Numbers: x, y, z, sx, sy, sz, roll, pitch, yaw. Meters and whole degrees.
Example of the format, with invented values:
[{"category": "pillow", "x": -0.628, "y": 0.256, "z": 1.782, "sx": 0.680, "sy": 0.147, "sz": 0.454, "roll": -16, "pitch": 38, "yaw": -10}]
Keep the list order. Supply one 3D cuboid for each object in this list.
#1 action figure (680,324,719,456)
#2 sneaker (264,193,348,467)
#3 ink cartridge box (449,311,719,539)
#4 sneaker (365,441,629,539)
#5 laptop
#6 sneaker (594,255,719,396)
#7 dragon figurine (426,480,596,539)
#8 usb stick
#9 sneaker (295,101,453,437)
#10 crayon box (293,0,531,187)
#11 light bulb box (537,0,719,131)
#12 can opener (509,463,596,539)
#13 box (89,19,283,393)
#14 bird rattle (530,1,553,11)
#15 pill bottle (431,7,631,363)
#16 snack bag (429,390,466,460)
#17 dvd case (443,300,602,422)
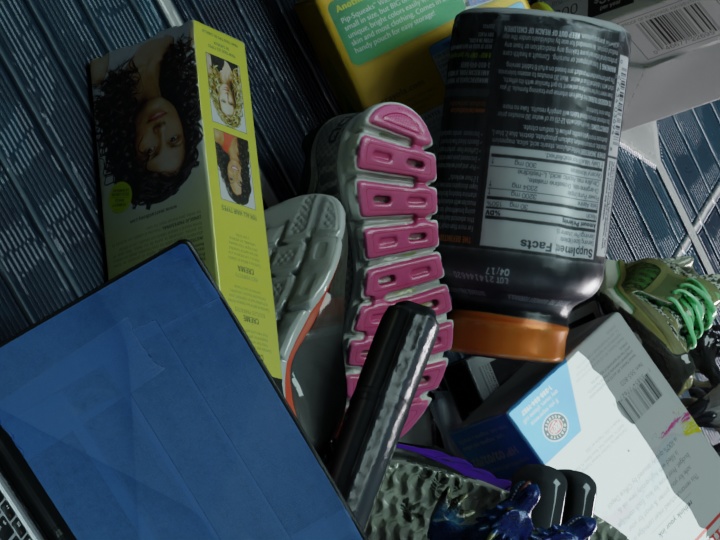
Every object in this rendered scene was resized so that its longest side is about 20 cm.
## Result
[{"category": "action figure", "x": 0.240, "y": 0.122, "z": 1.437, "sx": 0.119, "sy": 0.102, "sz": 0.200, "roll": 61, "pitch": 28, "yaw": -31}, {"category": "sneaker", "x": -0.042, "y": 0.055, "z": 1.169, "sx": 0.082, "sy": 0.077, "sz": 0.200, "roll": 48, "pitch": 49, "yaw": -48}, {"category": "ink cartridge box", "x": 0.160, "y": 0.141, "z": 1.309, "sx": 0.115, "sy": 0.068, "sz": 0.200, "roll": -38, "pitch": 96, "yaw": -34}, {"category": "sneaker", "x": 0.069, "y": 0.141, "z": 1.233, "sx": 0.200, "sy": 0.100, "sz": 0.070, "roll": 25, "pitch": 95, "yaw": -20}, {"category": "laptop", "x": -0.117, "y": 0.125, "z": 0.967, "sx": 0.187, "sy": 0.116, "sz": 0.200, "roll": 60, "pitch": 34, "yaw": -17}, {"category": "sneaker", "x": 0.211, "y": 0.024, "z": 1.469, "sx": 0.200, "sy": 0.089, "sz": 0.077, "roll": -102, "pitch": 169, "yaw": -72}, {"category": "dragon figurine", "x": 0.030, "y": 0.170, "z": 1.099, "sx": 0.059, "sy": 0.200, "sz": 0.099, "roll": 49, "pitch": 8, "yaw": -6}, {"category": "usb stick", "x": -0.004, "y": 0.110, "z": 1.128, "sx": 0.033, "sy": 0.055, "sz": 0.200, "roll": 21, "pitch": 76, "yaw": -2}, {"category": "sneaker", "x": 0.000, "y": 0.000, "z": 1.247, "sx": 0.074, "sy": 0.087, "sz": 0.200, "roll": -9, "pitch": 104, "yaw": -31}, {"category": "crayon box", "x": 0.047, "y": -0.129, "z": 1.328, "sx": 0.126, "sy": 0.052, "sz": 0.200, "roll": -27, "pitch": 101, "yaw": -15}, {"category": "light bulb box", "x": 0.247, "y": -0.238, "z": 1.620, "sx": 0.125, "sy": 0.198, "sz": 0.200, "roll": 42, "pitch": 42, "yaw": -41}, {"category": "can opener", "x": 0.102, "y": 0.205, "z": 1.144, "sx": 0.053, "sy": 0.067, "sz": 0.200, "roll": 14, "pitch": 83, "yaw": -45}, {"category": "box", "x": -0.091, "y": -0.023, "z": 1.121, "sx": 0.050, "sy": 0.075, "sz": 0.200, "roll": 17, "pitch": 59, "yaw": -54}, {"category": "bird rattle", "x": 0.055, "y": -0.166, "z": 1.392, "sx": 0.163, "sy": 0.113, "sz": 0.200, "roll": -42, "pitch": 109, "yaw": -36}, {"category": "pill bottle", "x": 0.095, "y": -0.047, "z": 1.265, "sx": 0.106, "sy": 0.106, "sz": 0.200, "roll": 6, "pitch": 91, "yaw": -55}, {"category": "snack bag", "x": 0.124, "y": 0.153, "z": 1.405, "sx": 0.189, "sy": 0.021, "sz": 0.200, "roll": -18, "pitch": 89, "yaw": -57}, {"category": "dvd case", "x": 0.134, "y": 0.108, "z": 1.405, "sx": 0.200, "sy": 0.025, "sz": 0.150, "roll": -20, "pitch": 86, "yaw": -58}]
